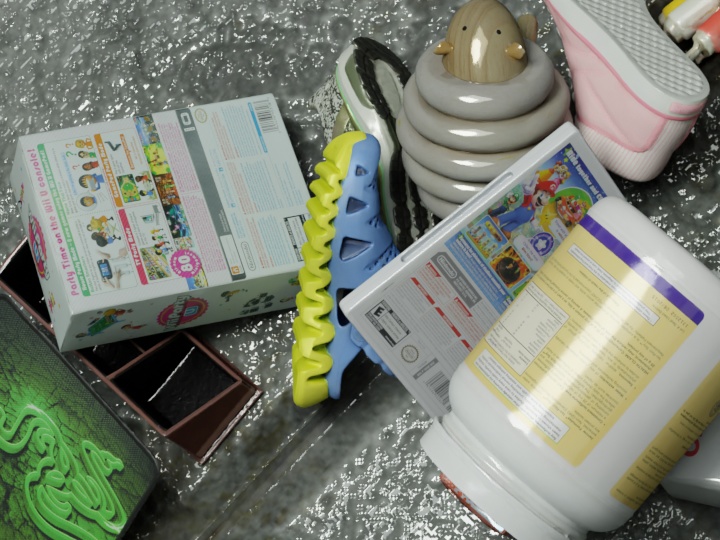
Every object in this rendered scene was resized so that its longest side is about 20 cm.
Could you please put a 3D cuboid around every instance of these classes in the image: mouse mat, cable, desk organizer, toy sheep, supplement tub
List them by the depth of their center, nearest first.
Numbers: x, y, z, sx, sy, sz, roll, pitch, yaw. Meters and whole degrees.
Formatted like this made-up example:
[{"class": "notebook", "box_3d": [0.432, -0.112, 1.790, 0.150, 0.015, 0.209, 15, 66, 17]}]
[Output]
[{"class": "supplement tub", "box_3d": [0.147, 0.071, 1.326, 0.145, 0.145, 0.200, 42, 95, 24]}, {"class": "toy sheep", "box_3d": [0.088, -0.098, 1.475, 0.136, 0.201, 0.138, -5, 34, 3]}, {"class": "cable", "box_3d": [0.290, -0.218, 1.497, 0.200, 0.050, 0.097, -49, 28, 3]}, {"class": "mouse mat", "box_3d": [-0.242, 0.136, 1.548, 0.200, 0.008, 0.162, 43, 115, 22]}, {"class": "desk organizer", "box_3d": [-0.174, 0.047, 1.554, 0.200, 0.077, 0.072, 39, 87, 24]}]

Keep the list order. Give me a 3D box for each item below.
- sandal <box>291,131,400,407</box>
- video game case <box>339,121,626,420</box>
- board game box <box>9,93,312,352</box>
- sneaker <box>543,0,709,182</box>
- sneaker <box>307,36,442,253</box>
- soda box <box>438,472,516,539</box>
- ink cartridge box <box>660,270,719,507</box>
[{"class": "sandal", "box_3d": [0.000, 0.000, 1.472, 0.086, 0.080, 0.202, 4, 112, -5]}, {"class": "video game case", "box_3d": [0.101, 0.008, 1.452, 0.199, 0.143, 0.018, -38, 35, 3]}, {"class": "board game box", "box_3d": [-0.138, -0.036, 1.527, 0.198, 0.064, 0.149, -10, 65, -22]}, {"class": "sneaker", "box_3d": [0.169, -0.146, 1.500, 0.075, 0.105, 0.201, -7, 48, -27]}, {"class": "sneaker", "box_3d": [0.011, -0.066, 1.551, 0.088, 0.076, 0.202, -31, 64, 40]}, {"class": "soda box", "box_3d": [0.144, 0.090, 1.439, 0.063, 0.068, 0.200, 40, 93, 23]}, {"class": "ink cartridge box", "box_3d": [0.307, 0.093, 1.384, 0.198, 0.088, 0.147, 10, 76, 19]}]
